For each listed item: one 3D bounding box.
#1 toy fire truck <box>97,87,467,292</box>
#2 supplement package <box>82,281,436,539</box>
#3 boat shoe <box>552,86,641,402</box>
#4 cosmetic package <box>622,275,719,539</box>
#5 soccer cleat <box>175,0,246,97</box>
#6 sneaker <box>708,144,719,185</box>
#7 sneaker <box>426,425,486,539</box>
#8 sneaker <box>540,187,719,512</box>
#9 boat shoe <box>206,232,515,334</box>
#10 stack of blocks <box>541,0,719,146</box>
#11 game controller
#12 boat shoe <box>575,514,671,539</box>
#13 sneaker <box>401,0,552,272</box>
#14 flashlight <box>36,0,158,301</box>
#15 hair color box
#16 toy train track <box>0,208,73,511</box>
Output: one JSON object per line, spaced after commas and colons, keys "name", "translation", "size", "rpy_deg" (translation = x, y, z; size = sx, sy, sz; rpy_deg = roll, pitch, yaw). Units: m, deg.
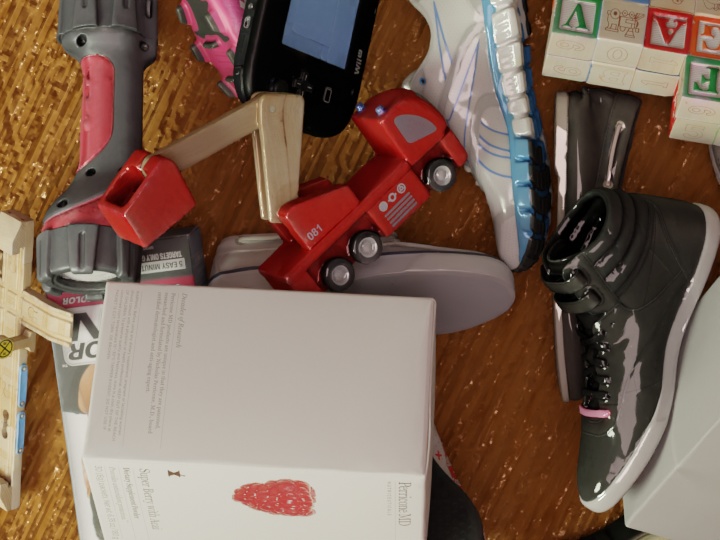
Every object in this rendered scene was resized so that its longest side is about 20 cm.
{"name": "toy fire truck", "translation": [-0.043, -0.057, 1.377], "size": [0.200, 0.049, 0.141], "rpy_deg": [-44, 113, -14]}
{"name": "supplement package", "translation": [-0.055, 0.090, 1.365], "size": [0.198, 0.122, 0.121], "rpy_deg": [2, 60, 3]}
{"name": "boat shoe", "translation": [0.151, -0.016, 1.457], "size": [0.056, 0.067, 0.202], "rpy_deg": [0, 93, 6]}
{"name": "cosmetic package", "translation": [0.237, 0.073, 1.392], "size": [0.089, 0.107, 0.200], "rpy_deg": [15, 137, -15]}
{"name": "soccer cleat", "translation": [-0.086, -0.199, 1.444], "size": [0.086, 0.070, 0.201], "rpy_deg": [-35, 104, -20]}
{"name": "sneaker", "translation": [0.294, -0.025, 1.439], "size": [0.076, 0.092, 0.201], "rpy_deg": [-37, 94, 5]}
{"name": "sneaker", "translation": [0.023, 0.126, 1.476], "size": [0.067, 0.108, 0.202], "rpy_deg": [-22, 60, -9]}
{"name": "sneaker", "translation": [0.144, 0.041, 1.398], "size": [0.099, 0.071, 0.202], "rpy_deg": [20, 85, -24]}
{"name": "boat shoe", "translation": [0.000, 0.000, 1.460], "size": [0.198, 0.072, 0.066], "rpy_deg": [-6, 54, 14]}
{"name": "stack of blocks", "translation": [0.216, -0.143, 1.421], "size": [0.198, 0.059, 0.116], "rpy_deg": [10, 68, 1]}
{"name": "game controller", "translation": [-0.023, -0.186, 1.422], "size": [0.104, 0.042, 0.202], "rpy_deg": [15, 86, -41]}
{"name": "boat shoe", "translation": [0.149, 0.213, 1.480], "size": [0.199, 0.076, 0.074], "rpy_deg": [-23, 99, 5]}
{"name": "sneaker", "translation": [0.072, -0.096, 1.456], "size": [0.086, 0.075, 0.202], "rpy_deg": [-8, 91, 13]}
{"name": "flashlight", "translation": [-0.167, -0.085, 1.428], "size": [0.068, 0.068, 0.202], "rpy_deg": [-14, 69, 33]}
{"name": "hair color box", "translation": [-0.141, 0.079, 1.480], "size": [0.098, 0.061, 0.202], "rpy_deg": [-7, 97, 3]}
{"name": "toy train track", "translation": [-0.233, 0.061, 1.469], "size": [0.114, 0.032, 0.202], "rpy_deg": [25, 118, 41]}
